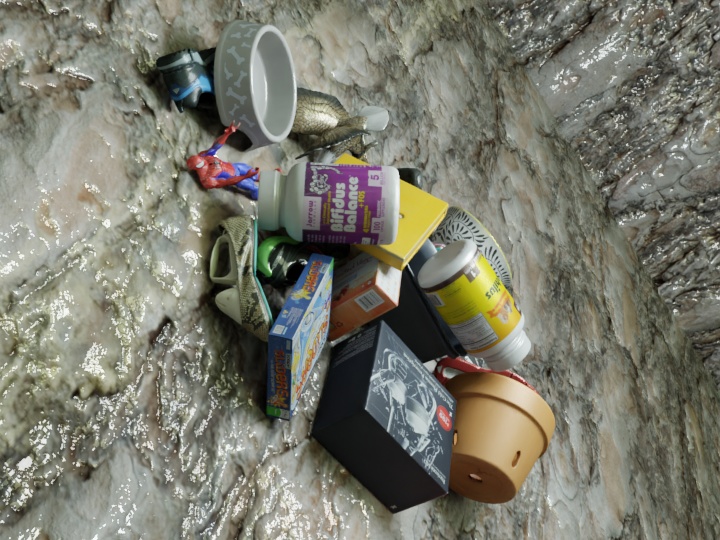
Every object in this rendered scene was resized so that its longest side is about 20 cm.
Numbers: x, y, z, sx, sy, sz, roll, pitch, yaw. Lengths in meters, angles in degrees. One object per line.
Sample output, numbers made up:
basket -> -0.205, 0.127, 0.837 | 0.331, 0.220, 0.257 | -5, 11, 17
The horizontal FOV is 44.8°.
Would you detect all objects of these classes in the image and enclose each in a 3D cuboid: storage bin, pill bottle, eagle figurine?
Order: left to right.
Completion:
pill bottle -> -0.046, -0.096, 1.246 | 0.112, 0.196, 0.114 | -178, -90, -87
eagle figurine -> -0.051, -0.235, 1.512 | 0.199, 0.150, 0.154 | 25, 65, -54
storage bin -> 0.089, 0.064, 1.468 | 0.202, 0.133, 0.145 | 62, 29, -1
pill bottle -> 0.184, 0.059, 1.375 | 0.201, 0.108, 0.110 | 53, 30, -15

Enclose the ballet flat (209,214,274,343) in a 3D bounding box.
ballet flat -> -0.164, 0.013, 1.173 | 0.074, 0.068, 0.202 | -7, 58, -11

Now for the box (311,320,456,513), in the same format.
box -> 0.042, 0.216, 1.291 | 0.200, 0.103, 0.183 | 47, 33, -24

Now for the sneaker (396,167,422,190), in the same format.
sneaker -> 0.020, -0.134, 1.484 | 0.090, 0.198, 0.077 | 9, 76, -44

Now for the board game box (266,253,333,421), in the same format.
board game box -> -0.081, 0.087, 1.192 | 0.201, 0.034, 0.137 | -66, 165, -55

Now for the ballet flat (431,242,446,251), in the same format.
ballet flat -> 0.182, 0.026, 1.636 | 0.201, 0.069, 0.071 | 54, 9, -13

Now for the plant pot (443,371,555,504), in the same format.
plant pot -> 0.205, 0.284, 1.433 | 0.200, 0.198, 0.141 | 47, 49, -24

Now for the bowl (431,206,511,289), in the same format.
bowl -> 0.198, -0.016, 1.724 | 0.201, 0.094, 0.201 | 49, -15, 18

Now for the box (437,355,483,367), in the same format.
box -> 0.162, 0.100, 1.645 | 0.201, 0.048, 0.159 | 51, 31, -19

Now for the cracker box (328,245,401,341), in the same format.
cracker box -> 0.000, 0.000, 1.378 | 0.058, 0.133, 0.202 | 44, 32, -25

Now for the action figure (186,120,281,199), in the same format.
action figure -> -0.166, -0.154, 1.285 | 0.199, 0.098, 0.066 | 6, 58, -54

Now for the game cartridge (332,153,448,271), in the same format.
game cartridge -> 0.017, -0.096, 1.365 | 0.198, 0.033, 0.176 | 27, 42, 15

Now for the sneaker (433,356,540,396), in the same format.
sneaker -> 0.222, 0.203, 1.543 | 0.198, 0.079, 0.116 | 27, -4, 3

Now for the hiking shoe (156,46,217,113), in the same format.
hiking shoe -> -0.236, -0.290, 1.329 | 0.200, 0.073, 0.088 | -32, 112, -59

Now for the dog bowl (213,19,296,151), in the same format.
dog bowl -> -0.157, -0.288, 1.359 | 0.200, 0.058, 0.204 | 0, 90, -72

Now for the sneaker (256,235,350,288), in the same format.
sneaker -> -0.084, -0.010, 1.311 | 0.199, 0.077, 0.084 | -16, 70, -50
